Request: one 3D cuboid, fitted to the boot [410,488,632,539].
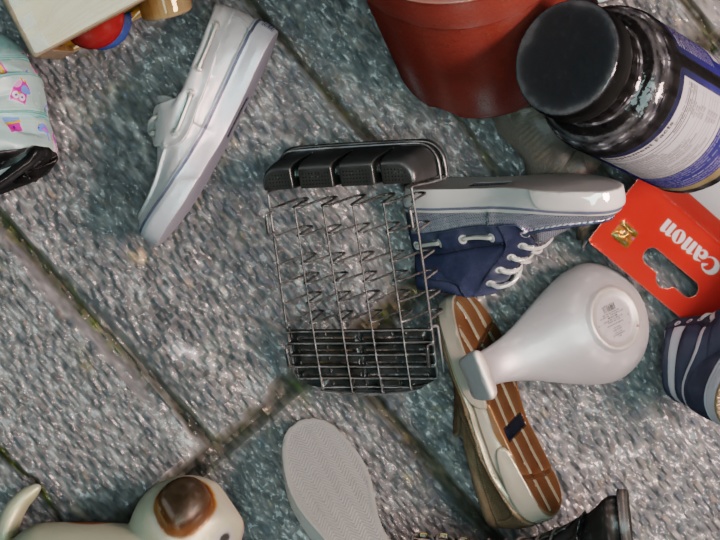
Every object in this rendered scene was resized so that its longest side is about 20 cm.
[{"bbox_3d":[0.121,0.232,1.511,0.173,0.200,0.069,6,54,-6],"label":"boot"}]

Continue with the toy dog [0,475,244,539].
[{"bbox_3d":[-0.186,0.244,1.533,0.199,0.140,0.194,-27,59,3],"label":"toy dog"}]

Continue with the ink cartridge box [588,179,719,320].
[{"bbox_3d":[0.308,-0.053,1.522,0.162,0.057,0.200,37,89,-21],"label":"ink cartridge box"}]

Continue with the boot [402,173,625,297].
[{"bbox_3d":[0.124,-0.026,1.497,0.199,0.073,0.091,2,104,40],"label":"boot"}]

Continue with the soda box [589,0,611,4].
[{"bbox_3d":[0.184,-0.315,1.503,0.063,0.068,0.201,-18,95,2],"label":"soda box"}]

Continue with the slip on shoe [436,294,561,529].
[{"bbox_3d":[0.099,0.117,1.550,0.060,0.076,0.201,-22,95,33],"label":"slip on shoe"}]

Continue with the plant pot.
[{"bbox_3d":[0.083,-0.227,1.423,0.200,0.195,0.201,-5,61,9],"label":"plant pot"}]

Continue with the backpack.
[{"bbox_3d":[-0.340,-0.103,1.473,0.199,0.167,0.127,-16,91,-6],"label":"backpack"}]

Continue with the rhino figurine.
[{"bbox_3d":[0.171,-0.094,1.529,0.087,0.060,0.200,-30,102,1],"label":"rhino figurine"}]

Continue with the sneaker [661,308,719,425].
[{"bbox_3d":[0.321,0.035,1.528,0.070,0.108,0.200,43,78,-22],"label":"sneaker"}]

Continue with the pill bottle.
[{"bbox_3d":[0.202,-0.131,1.400,0.112,0.200,0.112,-10,73,35],"label":"pill bottle"}]

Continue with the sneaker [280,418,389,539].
[{"bbox_3d":[-0.020,0.229,1.550,0.073,0.116,0.200,-14,59,-22],"label":"sneaker"}]

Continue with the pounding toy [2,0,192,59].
[{"bbox_3d":[-0.168,-0.233,1.445,0.199,0.184,0.143,-27,96,1],"label":"pounding toy"}]

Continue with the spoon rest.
[{"bbox_3d":[0.154,0.056,1.517,0.200,0.061,0.100,-19,89,-35],"label":"spoon rest"}]

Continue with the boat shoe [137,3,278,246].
[{"bbox_3d":[-0.138,-0.118,1.521,0.065,0.074,0.201,27,85,1],"label":"boat shoe"}]

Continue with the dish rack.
[{"bbox_3d":[0.000,0.000,1.513,0.153,0.055,0.201,-1,103,30],"label":"dish rack"}]
